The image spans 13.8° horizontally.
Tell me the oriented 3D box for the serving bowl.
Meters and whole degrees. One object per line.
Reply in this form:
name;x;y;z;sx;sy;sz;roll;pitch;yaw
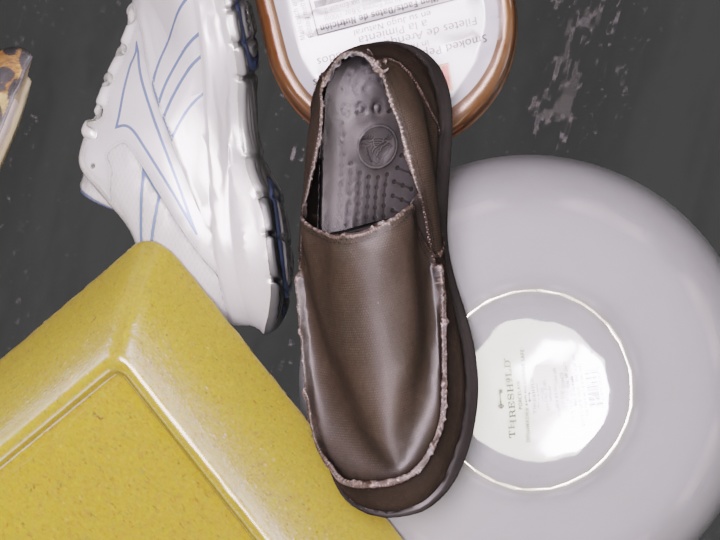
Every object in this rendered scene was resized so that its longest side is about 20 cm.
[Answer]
serving bowl;0.073;0.050;1.262;0.199;0.066;0.201;0;90;0

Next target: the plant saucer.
plant saucer;-0.103;0.125;1.250;0.200;0.048;0.200;-39;90;16

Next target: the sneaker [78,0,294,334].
sneaker;-0.082;-0.069;1.265;0.087;0.075;0.201;-8;89;6

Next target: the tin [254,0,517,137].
tin;0.001;-0.150;1.280;0.111;0.042;0.201;-14;90;5

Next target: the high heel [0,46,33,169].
high heel;-0.238;-0.037;1.263;0.142;0.071;0.200;33;99;-5

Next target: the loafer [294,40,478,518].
loafer;0.000;0.000;1.210;0.073;0.071;0.201;-9;77;19
